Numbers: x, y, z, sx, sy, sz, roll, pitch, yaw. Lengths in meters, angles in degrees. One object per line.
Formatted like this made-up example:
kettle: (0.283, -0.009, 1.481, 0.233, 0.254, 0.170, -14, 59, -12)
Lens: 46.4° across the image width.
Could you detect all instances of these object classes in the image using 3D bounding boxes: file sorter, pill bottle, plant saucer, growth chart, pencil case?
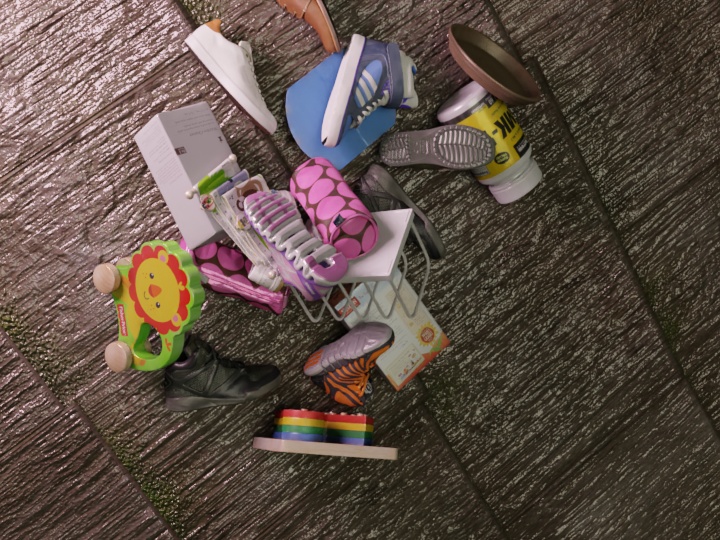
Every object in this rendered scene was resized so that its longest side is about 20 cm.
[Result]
file sorter: (0.000, 0.000, 1.366, 0.125, 0.197, 0.140, 59, 39, -39)
pill bottle: (0.232, -0.227, 1.490, 0.114, 0.114, 0.201, -40, 107, -10)
plant saucer: (0.227, -0.352, 1.450, 0.198, 0.202, 0.030, 28, 124, -20)
growth chart: (-0.162, -0.084, 1.287, 0.200, 0.018, 0.145, 46, 46, -14)
pencil case: (-0.049, -0.100, 1.330, 0.093, 0.201, 0.091, -32, 130, -2)
pencil case: (-0.206, 0.010, 1.370, 0.197, 0.094, 0.092, 18, 96, -20)

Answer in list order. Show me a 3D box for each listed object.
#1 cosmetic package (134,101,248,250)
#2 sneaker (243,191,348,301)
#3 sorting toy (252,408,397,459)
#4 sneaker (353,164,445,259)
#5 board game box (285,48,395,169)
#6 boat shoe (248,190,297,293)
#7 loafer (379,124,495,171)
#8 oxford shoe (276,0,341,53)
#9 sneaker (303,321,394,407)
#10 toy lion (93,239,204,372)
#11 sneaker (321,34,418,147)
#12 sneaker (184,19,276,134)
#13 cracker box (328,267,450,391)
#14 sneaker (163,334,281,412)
cosmetic package: (-0.251, -0.146, 1.306, 0.112, 0.081, 0.202, -29, 90, -48)
sneaker: (-0.106, -0.030, 1.246, 0.080, 0.089, 0.200, -31, 68, -37)
sorting toy: (-0.061, 0.272, 1.411, 0.196, 0.198, 0.071, 9, 78, -19)
sneaker: (0.056, -0.074, 1.462, 0.114, 0.076, 0.199, -46, 105, -6)
board game box: (-0.039, -0.274, 1.433, 0.199, 0.039, 0.159, -41, 103, -16)
boat shoe: (-0.147, -0.060, 1.351, 0.068, 0.203, 0.071, 21, 134, -23)
loafer: (0.132, -0.209, 1.439, 0.196, 0.070, 0.077, 4, 93, 9)
oxford shoe: (-0.096, -0.441, 1.384, 0.071, 0.071, 0.202, -30, 100, 6)
sneaker: (0.004, 0.164, 1.440, 0.112, 0.198, 0.078, 47, 41, -19)
toy lion: (-0.317, 0.056, 1.298, 0.068, 0.189, 0.204, -20, 107, -58)
sneaker: (0.027, -0.279, 1.391, 0.144, 0.080, 0.204, 19, 78, -15)
sneaker: (-0.188, -0.316, 1.355, 0.084, 0.073, 0.201, -42, 106, -7)
cracker box: (0.051, 0.092, 1.495, 0.133, 0.058, 0.201, -39, 108, -10)
sneaker: (-0.229, 0.162, 1.397, 0.195, 0.076, 0.117, -6, 105, -13)
